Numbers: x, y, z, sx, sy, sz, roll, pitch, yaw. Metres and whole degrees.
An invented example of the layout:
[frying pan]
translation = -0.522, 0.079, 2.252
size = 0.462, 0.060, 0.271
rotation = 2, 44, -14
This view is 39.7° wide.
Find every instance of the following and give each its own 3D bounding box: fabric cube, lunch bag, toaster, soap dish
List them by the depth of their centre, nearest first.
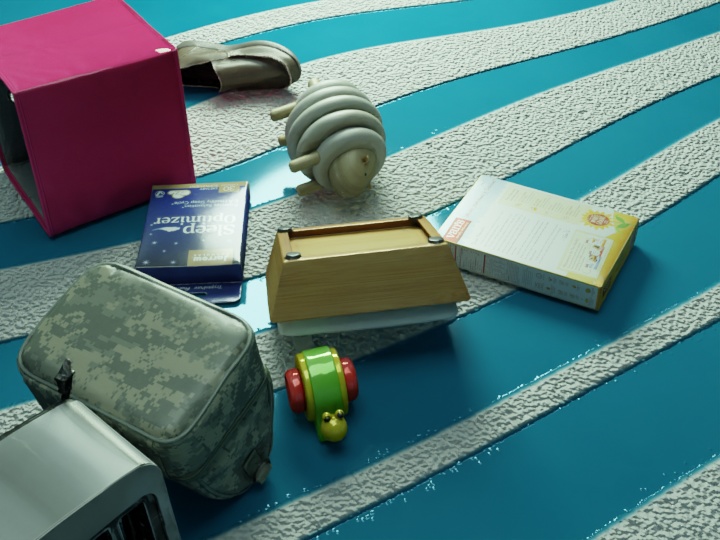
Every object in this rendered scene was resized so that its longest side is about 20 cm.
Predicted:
[toaster]
translation = -0.232, 0.209, 0.727
size = 0.118, 0.202, 0.180
rotation = 23, 44, 35
[lunch bag]
translation = -0.178, 0.108, 0.873
size = 0.198, 0.169, 0.140
rotation = 20, 56, 23
[soap dish]
translation = 0.000, 0.000, 1.030
size = 0.198, 0.082, 0.157
rotation = -6, 17, -5
[fabric cube]
translation = -0.343, -0.198, 1.234
size = 0.198, 0.198, 0.200
rotation = -24, 43, -24

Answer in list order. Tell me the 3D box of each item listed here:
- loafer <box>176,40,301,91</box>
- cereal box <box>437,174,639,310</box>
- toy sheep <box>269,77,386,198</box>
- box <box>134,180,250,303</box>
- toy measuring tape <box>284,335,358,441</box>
[loafer]
translation = -0.182, -0.284, 1.444
size = 0.198, 0.073, 0.071
rotation = 4, 49, 15
[cereal box]
translation = 0.199, -0.036, 1.135
size = 0.198, 0.040, 0.144
rotation = 18, 43, 24
[toy sheep]
translation = -0.036, -0.170, 1.241
size = 0.137, 0.138, 0.201
rotation = -13, 58, -14
[box]
translation = -0.193, -0.036, 1.159
size = 0.120, 0.033, 0.201
rotation = -3, 40, -1
[toy measuring tape]
translation = -0.047, 0.084, 0.973
size = 0.073, 0.074, 0.201
rotation = -10, 40, -10
